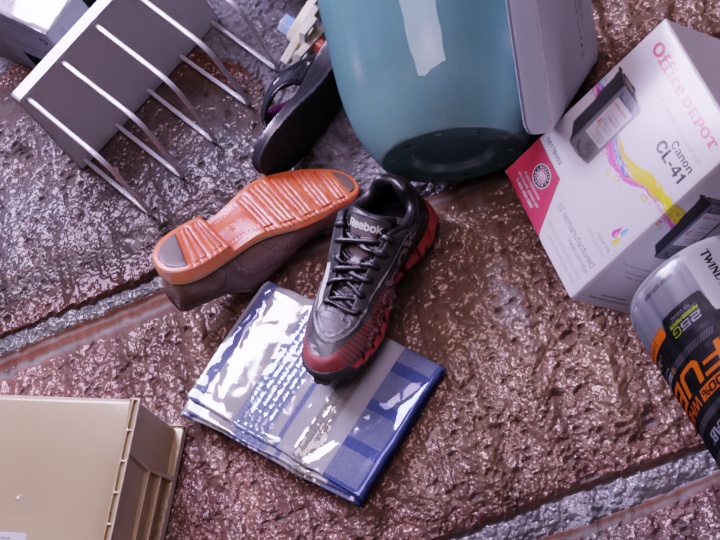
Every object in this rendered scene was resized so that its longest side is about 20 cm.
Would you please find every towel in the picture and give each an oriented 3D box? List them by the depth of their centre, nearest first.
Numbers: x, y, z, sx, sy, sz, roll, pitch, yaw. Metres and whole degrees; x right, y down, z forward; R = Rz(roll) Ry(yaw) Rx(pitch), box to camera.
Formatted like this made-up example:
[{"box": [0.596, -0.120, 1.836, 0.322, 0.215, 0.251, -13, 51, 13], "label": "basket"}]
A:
[{"box": [-0.043, 0.104, 1.690, 0.200, 0.024, 0.147, 25, 73, 27], "label": "towel"}]

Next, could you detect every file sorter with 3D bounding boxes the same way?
[{"box": [-0.191, -0.175, 1.817, 0.125, 0.139, 0.200, 37, 82, 28], "label": "file sorter"}]

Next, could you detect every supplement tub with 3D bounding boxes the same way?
[{"box": [0.305, 0.081, 1.513, 0.122, 0.123, 0.200, -31, 58, 4], "label": "supplement tub"}]

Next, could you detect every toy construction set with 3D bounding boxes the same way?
[{"box": [-0.088, -0.288, 1.834, 0.200, 0.131, 0.092, 45, 129, -2], "label": "toy construction set"}]

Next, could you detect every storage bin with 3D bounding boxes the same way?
[{"box": [-0.276, 0.210, 1.685, 0.200, 0.094, 0.199, 1, 66, 21], "label": "storage bin"}]

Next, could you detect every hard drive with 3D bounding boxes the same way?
[{"box": [0.163, -0.209, 1.644, 0.027, 0.132, 0.200, -3, 22, 19], "label": "hard drive"}]

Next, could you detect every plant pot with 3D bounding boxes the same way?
[{"box": [0.070, -0.171, 1.690, 0.200, 0.201, 0.161, -11, 71, 15], "label": "plant pot"}]

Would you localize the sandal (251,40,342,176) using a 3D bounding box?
[{"box": [-0.048, -0.168, 1.799, 0.048, 0.075, 0.200, 24, 66, 24], "label": "sandal"}]

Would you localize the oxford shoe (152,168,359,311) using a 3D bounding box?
[{"box": [-0.090, -0.029, 1.754, 0.200, 0.073, 0.071, -25, 47, -13], "label": "oxford shoe"}]

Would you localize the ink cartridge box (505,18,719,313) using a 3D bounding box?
[{"box": [0.234, -0.084, 1.597, 0.200, 0.086, 0.148, -46, 51, 30], "label": "ink cartridge box"}]

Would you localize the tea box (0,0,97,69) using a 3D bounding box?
[{"box": [-0.298, -0.307, 1.923, 0.200, 0.134, 0.197, 24, 75, 28], "label": "tea box"}]

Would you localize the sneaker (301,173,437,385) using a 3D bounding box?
[{"box": [0.000, 0.000, 1.667, 0.071, 0.098, 0.201, 18, 65, 22], "label": "sneaker"}]
